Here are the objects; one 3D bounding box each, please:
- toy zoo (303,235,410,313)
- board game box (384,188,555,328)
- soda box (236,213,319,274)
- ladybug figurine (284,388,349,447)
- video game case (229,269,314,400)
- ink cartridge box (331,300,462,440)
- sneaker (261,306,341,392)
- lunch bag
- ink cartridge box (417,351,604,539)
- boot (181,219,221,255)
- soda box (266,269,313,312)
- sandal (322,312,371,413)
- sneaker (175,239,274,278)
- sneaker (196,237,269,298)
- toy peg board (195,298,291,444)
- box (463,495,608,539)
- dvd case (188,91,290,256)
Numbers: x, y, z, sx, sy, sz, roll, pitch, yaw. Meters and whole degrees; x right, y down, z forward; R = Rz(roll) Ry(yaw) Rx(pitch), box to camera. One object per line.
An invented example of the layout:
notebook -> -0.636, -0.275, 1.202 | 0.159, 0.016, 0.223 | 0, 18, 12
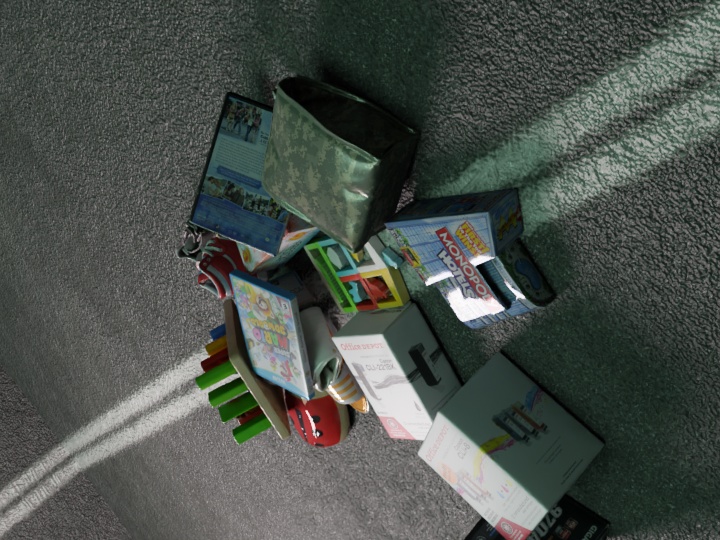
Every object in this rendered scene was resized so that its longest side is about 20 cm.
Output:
toy zoo -> 0.000, 0.000, 1.617 | 0.199, 0.020, 0.132 | -9, 114, 55
board game box -> 0.152, -0.020, 1.364 | 0.201, 0.062, 0.199 | 55, 149, -6
soda box -> -0.127, -0.059, 1.648 | 0.200, 0.068, 0.064 | -37, 70, 59
ladybug figurine -> -0.085, 0.250, 1.931 | 0.135, 0.072, 0.202 | 19, 136, 41
video game case -> -0.143, 0.105, 1.716 | 0.142, 0.018, 0.202 | 21, 133, 38
ink cartridge box -> 0.065, 0.157, 1.633 | 0.144, 0.084, 0.202 | -9, 114, 56
sneaker -> -0.101, 0.165, 1.778 | 0.116, 0.073, 0.201 | 61, 139, 24
lunch bag -> -0.040, -0.150, 1.412 | 0.199, 0.117, 0.165 | 33, 134, 19
ink cartridge box -> 0.206, 0.251, 1.490 | 0.200, 0.144, 0.146 | 42, 148, 17
boot -> -0.193, -0.104, 1.611 | 0.069, 0.174, 0.200 | 46, 149, 7
soda box -> -0.139, 0.087, 1.832 | 0.069, 0.063, 0.201 | 55, 151, 21
sandal -> -0.053, 0.167, 1.817 | 0.079, 0.059, 0.209 | -2, 120, 53
sneaker -> -0.239, -0.016, 1.847 | 0.198, 0.082, 0.071 | 22, 135, 36
sneaker -> -0.244, -0.048, 1.765 | 0.202, 0.111, 0.071 | 60, 161, 15
toy peg board -> -0.221, 0.193, 1.909 | 0.201, 0.097, 0.200 | 61, -176, -29
box -> 0.243, 0.411, 1.550 | 0.158, 0.200, 0.046 | 30, 148, 31
dvd case -> -0.155, -0.138, 1.524 | 0.141, 0.018, 0.202 | 21, 105, 6
